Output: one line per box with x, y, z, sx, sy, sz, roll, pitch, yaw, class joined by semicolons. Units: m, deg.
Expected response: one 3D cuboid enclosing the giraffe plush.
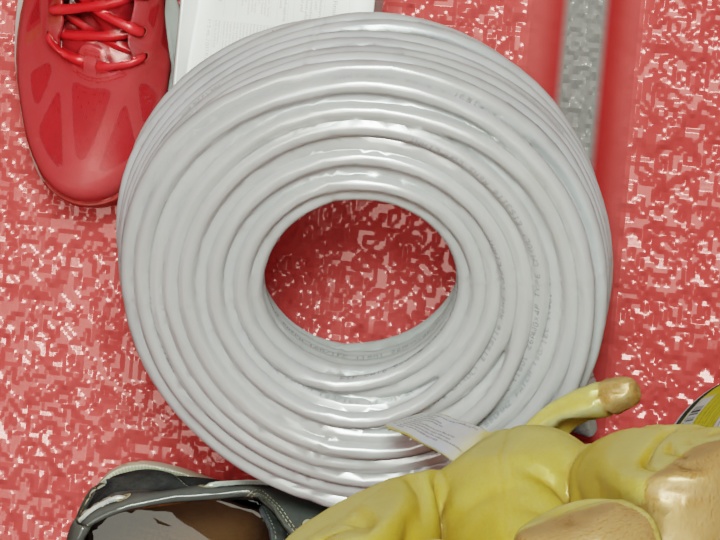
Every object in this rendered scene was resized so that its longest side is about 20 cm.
0.067;0.146;0.993;0.172;0.200;0.163;-18;103;-5;giraffe plush

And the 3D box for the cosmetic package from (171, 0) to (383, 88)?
-0.028;-0.140;1.128;0.082;0.051;0.201;7;94;6;cosmetic package

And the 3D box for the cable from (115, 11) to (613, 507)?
0.000;0.000;1.086;0.199;0.069;0.201;1;115;3;cable

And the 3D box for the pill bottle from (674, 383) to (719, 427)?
0.180;0.086;1.029;0.111;0.200;0.112;0;85;-6;pill bottle

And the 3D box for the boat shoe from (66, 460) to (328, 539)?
-0.022;0.123;1.134;0.199;0.068;0.072;8;91;5;boat shoe

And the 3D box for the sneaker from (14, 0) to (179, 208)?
-0.112;-0.124;1.107;0.078;0.116;0.201;4;93;7;sneaker
